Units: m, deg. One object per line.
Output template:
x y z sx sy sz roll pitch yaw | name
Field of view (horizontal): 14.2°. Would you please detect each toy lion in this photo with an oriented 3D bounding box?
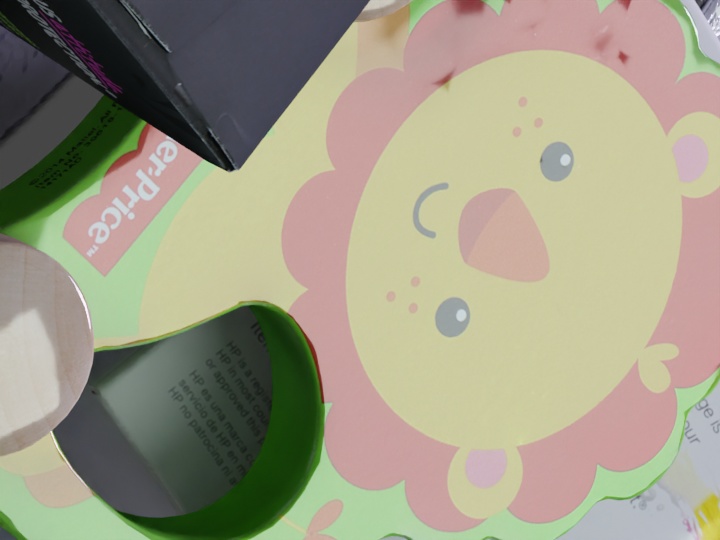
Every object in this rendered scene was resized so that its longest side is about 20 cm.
0.000 0.000 0.677 0.200 0.069 0.192 -50 119 -11 | toy lion

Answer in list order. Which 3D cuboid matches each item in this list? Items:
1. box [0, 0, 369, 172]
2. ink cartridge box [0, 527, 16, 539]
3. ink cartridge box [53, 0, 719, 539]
-0.070 -0.144 0.550 0.149 0.200 0.124 -52 150 -7 | box
-0.056 0.067 0.953 0.146 0.083 0.200 -41 151 -26 | ink cartridge box
0.016 0.029 0.797 0.200 0.145 0.147 -38 105 -21 | ink cartridge box
